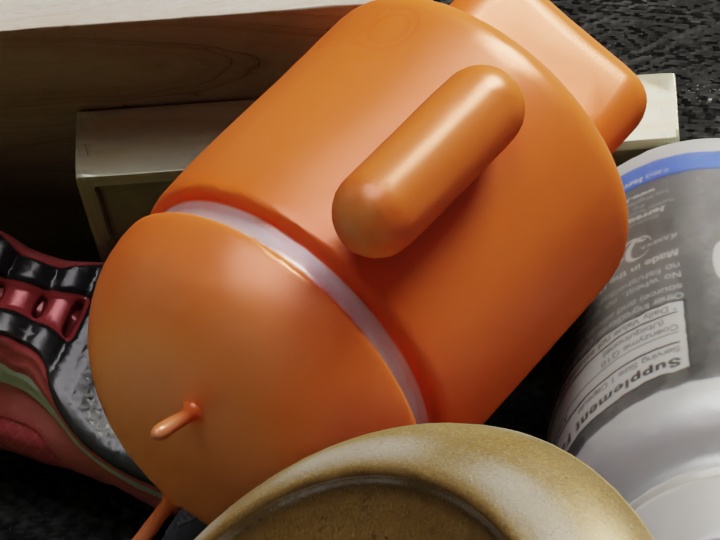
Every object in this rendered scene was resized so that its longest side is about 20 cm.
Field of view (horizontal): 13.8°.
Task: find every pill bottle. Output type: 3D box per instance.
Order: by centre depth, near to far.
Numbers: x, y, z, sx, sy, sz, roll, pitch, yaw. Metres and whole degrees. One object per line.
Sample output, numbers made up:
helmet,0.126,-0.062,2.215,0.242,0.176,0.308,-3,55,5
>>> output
pill bottle,0.112,0.056,0.895,0.113,0.114,0.200,-4,33,4

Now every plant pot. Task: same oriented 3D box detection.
plant pot,-0.007,0.126,0.724,0.199,0.027,0.201,-22,53,31

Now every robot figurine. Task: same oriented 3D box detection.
robot figurine,0.000,0.001,0.869,0.143,0.117,0.200,6,43,49

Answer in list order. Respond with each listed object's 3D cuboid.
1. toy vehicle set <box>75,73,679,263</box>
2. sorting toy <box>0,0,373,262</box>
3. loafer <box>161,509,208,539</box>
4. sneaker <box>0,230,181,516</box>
toy vehicle set,0.011,-0.015,1.016,0.199,0.125,0.027,-3,58,4
sorting toy,-0.069,-0.066,1.033,0.199,0.199,0.070,-4,64,4
loafer,-0.026,0.102,0.911,0.072,0.063,0.200,-7,23,33
sneaker,-0.103,0.033,1.012,0.199,0.087,0.074,26,65,8
